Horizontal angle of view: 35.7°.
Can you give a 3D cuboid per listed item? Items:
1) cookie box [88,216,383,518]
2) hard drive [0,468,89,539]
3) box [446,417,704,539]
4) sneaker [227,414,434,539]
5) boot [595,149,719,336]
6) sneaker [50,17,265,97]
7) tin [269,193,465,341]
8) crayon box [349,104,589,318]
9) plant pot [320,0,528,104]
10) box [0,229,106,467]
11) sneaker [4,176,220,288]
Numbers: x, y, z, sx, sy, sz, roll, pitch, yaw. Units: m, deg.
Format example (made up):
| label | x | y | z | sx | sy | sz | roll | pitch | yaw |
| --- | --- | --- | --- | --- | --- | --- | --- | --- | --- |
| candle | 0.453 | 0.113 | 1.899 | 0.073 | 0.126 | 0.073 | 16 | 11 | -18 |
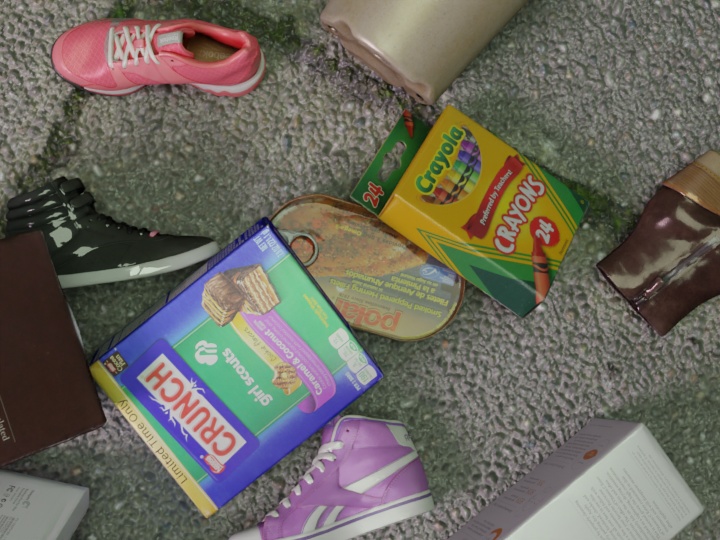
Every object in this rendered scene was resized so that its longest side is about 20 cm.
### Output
| label | x | y | z | sx | sy | sz | roll | pitch | yaw |
| --- | --- | --- | --- | --- | --- | --- | --- | --- | --- |
| cookie box | -0.109 | 0.083 | 0.984 | 0.199 | 0.075 | 0.172 | -38 | 99 | 0 |
| hard drive | -0.342 | 0.208 | 0.921 | 0.197 | 0.132 | 0.027 | 10 | 120 | 7 |
| box | 0.186 | 0.233 | 1.009 | 0.199 | 0.124 | 0.098 | -37 | 90 | -9 |
| sneaker | -0.041 | 0.193 | 1.014 | 0.198 | 0.073 | 0.116 | -16 | 83 | -20 |
| boot | 0.349 | 0.002 | 1.096 | 0.200 | 0.072 | 0.167 | 42 | 93 | -3 |
| sneaker | -0.184 | -0.206 | 1.020 | 0.197 | 0.087 | 0.075 | -1 | 83 | -8 |
| tin | 0.000 | 0.000 | 1.051 | 0.197 | 0.042 | 0.114 | 17 | 78 | -7 |
| crayon box | 0.103 | -0.065 | 1.044 | 0.199 | 0.051 | 0.128 | 33 | 59 | -4 |
| plant pot | 0.065 | -0.264 | 1.023 | 0.200 | 0.200 | 0.184 | 37 | 93 | -3 |
| box | -0.342 | 0.084 | 0.884 | 0.198 | 0.163 | 0.168 | -19 | 92 | -39 |
| sneaker | -0.229 | -0.039 | 1.004 | 0.197 | 0.071 | 0.101 | -7 | 90 | -4 |
